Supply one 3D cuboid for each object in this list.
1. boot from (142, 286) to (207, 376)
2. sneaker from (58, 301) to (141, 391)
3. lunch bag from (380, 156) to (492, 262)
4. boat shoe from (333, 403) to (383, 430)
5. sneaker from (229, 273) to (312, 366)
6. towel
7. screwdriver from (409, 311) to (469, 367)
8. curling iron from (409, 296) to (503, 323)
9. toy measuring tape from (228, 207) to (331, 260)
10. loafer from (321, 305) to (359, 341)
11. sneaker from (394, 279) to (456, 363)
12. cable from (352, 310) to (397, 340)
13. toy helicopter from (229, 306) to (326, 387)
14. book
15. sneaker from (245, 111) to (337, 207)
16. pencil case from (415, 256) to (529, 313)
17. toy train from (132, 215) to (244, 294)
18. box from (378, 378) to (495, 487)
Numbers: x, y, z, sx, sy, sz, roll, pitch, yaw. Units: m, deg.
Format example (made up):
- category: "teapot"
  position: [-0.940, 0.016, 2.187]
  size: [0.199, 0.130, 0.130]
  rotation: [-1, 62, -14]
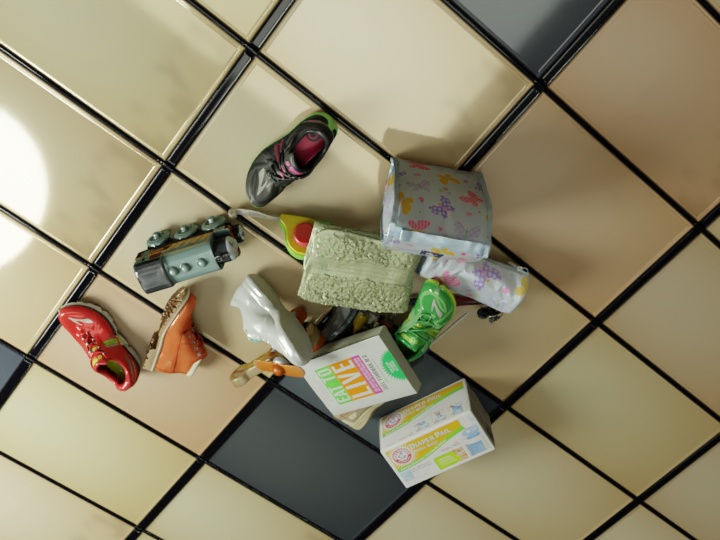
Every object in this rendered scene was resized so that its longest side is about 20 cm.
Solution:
- category: "boot"
  position: [-0.323, 0.116, 1.509]
  size: [0.106, 0.075, 0.201]
  rotation: [20, 125, -14]
- category: "sneaker"
  position: [-0.480, 0.141, 1.510]
  size: [0.077, 0.085, 0.200]
  rotation: [-32, 114, 16]
- category: "lunch bag"
  position: [0.118, -0.085, 1.321]
  size: [0.167, 0.201, 0.128]
  rotation: [8, 118, -6]
- category: "boat shoe"
  position: [0.015, 0.225, 1.563]
  size: [0.064, 0.072, 0.201]
  rotation: [26, 117, -14]
- category: "sneaker"
  position: [-0.162, 0.105, 1.447]
  size: [0.089, 0.201, 0.075]
  rotation: [-46, 152, 15]
- category: "towel"
  position: [0.000, 0.000, 1.391]
  size: [0.197, 0.037, 0.150]
  rotation: [8, 112, -11]
- category: "screwdriver"
  position: [0.135, 0.135, 1.516]
  size: [0.028, 0.029, 0.200]
  rotation: [36, 129, -15]
- category: "curling iron"
  position: [0.166, 0.063, 1.491]
  size: [0.197, 0.050, 0.026]
  rotation: [6, 134, -2]
- category: "toy measuring tape"
  position: [-0.133, -0.059, 1.407]
  size: [0.197, 0.074, 0.074]
  rotation: [9, 119, -3]
- category: "loafer"
  position: [-0.022, 0.035, 1.466]
  size: [0.072, 0.073, 0.201]
  rotation: [31, 105, -6]
- category: "sneaker"
  position: [0.110, 0.100, 1.443]
  size: [0.074, 0.084, 0.201]
  rotation: [30, 133, 12]
- category: "cable"
  position: [-0.001, 0.139, 1.547]
  size: [0.096, 0.051, 0.200]
  rotation: [21, 130, -25]
- category: "toy helicopter"
  position: [-0.157, 0.164, 1.495]
  size: [0.199, 0.133, 0.079]
  rotation: [-31, 115, 16]
- category: "book"
  position: [-0.003, 0.186, 1.495]
  size: [0.199, 0.048, 0.134]
  rotation: [-22, 108, 35]
- category: "sneaker"
  position: [-0.120, -0.178, 1.336]
  size: [0.077, 0.084, 0.200]
  rotation: [39, 112, -19]
- category: "pencil case"
  position: [0.196, 0.003, 1.434]
  size: [0.198, 0.084, 0.091]
  rotation: [21, 138, -10]
- category: "toy train"
  position: [-0.294, -0.026, 1.402]
  size: [0.198, 0.114, 0.086]
  rotation: [-15, 119, 8]
- category: "box"
  position: [0.146, 0.318, 1.596]
  size: [0.199, 0.102, 0.113]
  rotation: [-28, 115, 14]
